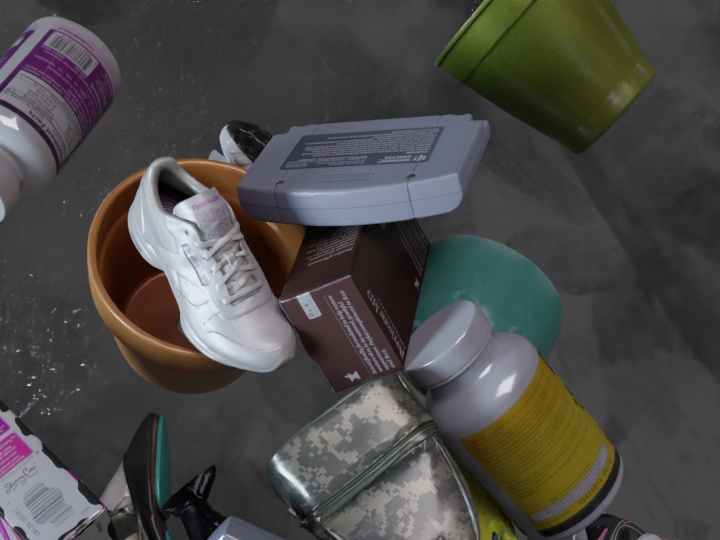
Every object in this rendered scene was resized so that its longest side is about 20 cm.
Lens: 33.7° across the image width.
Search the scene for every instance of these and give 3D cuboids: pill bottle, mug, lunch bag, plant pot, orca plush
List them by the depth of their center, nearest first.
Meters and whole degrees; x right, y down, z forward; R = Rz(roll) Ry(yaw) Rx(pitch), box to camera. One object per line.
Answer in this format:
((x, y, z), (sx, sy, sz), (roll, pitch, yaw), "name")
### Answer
((-0.069, 0.244, 0.973), (0.201, 0.071, 0.105), (57, 26, 14), "orca plush")
((0.022, 0.195, 0.974), (0.139, 0.200, 0.168), (-38, 76, -12), "lunch bag")
((0.124, 0.124, 1.002), (0.200, 0.112, 0.112), (49, 54, -18), "pill bottle")
((-0.149, 0.021, 1.078), (0.198, 0.140, 0.202), (7, 56, -11), "plant pot")
((0.114, 0.068, 1.113), (0.184, 0.152, 0.115), (30, 56, 6), "mug")
((-0.325, -0.144, 1.153), (0.111, 0.113, 0.201), (27, 55, 3), "pill bottle")
((0.219, -0.239, 1.331), (0.193, 0.200, 0.200), (43, 57, -1), "plant pot")

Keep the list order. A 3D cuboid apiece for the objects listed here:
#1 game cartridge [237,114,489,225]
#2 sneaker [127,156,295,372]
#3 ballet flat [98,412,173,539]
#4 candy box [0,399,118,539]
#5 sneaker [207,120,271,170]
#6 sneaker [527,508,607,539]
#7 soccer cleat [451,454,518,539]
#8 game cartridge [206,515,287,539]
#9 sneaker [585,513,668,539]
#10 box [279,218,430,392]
((0.002, -0.086, 1.017), (0.198, 0.042, 0.134), (-1, 36, 21), "game cartridge")
((-0.122, -0.004, 0.957), (0.075, 0.100, 0.200), (-31, 72, -32), "sneaker")
((-0.184, 0.215, 0.992), (0.068, 0.068, 0.202), (-10, 61, -6), "ballet flat")
((-0.265, 0.174, 0.921), (0.199, 0.137, 0.061), (36, 60, 27), "candy box")
((-0.075, -0.051, 1.148), (0.200, 0.079, 0.074), (49, 31, 11), "sneaker")
((0.194, 0.251, 1.081), (0.086, 0.075, 0.202), (-13, 60, 1), "sneaker")
((0.117, 0.229, 1.052), (0.064, 0.084, 0.202), (-6, 60, -18), "soccer cleat")
((-0.088, 0.284, 0.904), (0.132, 0.201, 0.042), (26, 24, 5), "game cartridge")
((0.191, 0.296, 1.000), (0.080, 0.201, 0.086), (22, 8, -46), "sneaker")
((0.000, 0.000, 1.033), (0.101, 0.074, 0.201), (60, 25, -25), "box")
